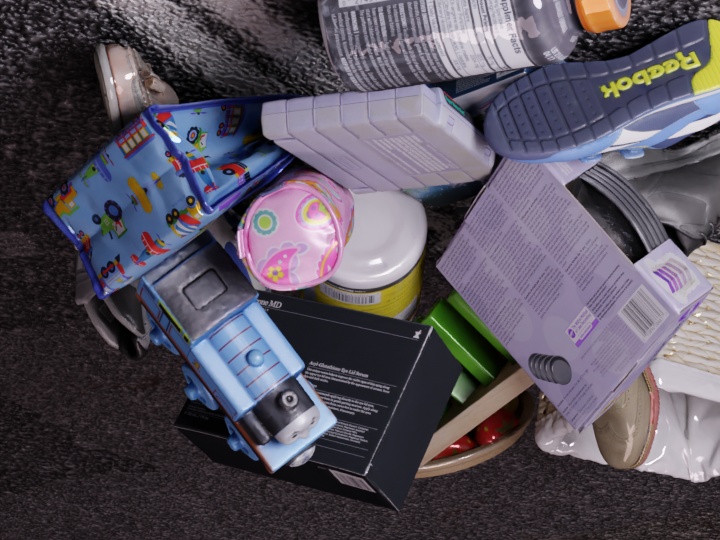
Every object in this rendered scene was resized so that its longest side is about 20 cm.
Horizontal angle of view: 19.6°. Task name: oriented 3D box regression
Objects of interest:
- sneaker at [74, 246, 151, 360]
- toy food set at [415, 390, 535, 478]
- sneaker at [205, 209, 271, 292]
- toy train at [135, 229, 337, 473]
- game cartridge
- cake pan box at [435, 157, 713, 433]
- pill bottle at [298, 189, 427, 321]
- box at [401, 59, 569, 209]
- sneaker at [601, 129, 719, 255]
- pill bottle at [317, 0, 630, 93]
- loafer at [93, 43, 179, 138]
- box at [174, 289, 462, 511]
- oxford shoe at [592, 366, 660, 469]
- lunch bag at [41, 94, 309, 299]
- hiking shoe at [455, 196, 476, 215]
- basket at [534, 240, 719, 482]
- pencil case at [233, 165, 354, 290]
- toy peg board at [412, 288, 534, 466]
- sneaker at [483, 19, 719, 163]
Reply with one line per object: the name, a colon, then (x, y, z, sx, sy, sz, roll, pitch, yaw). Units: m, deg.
sneaker: (-0.180, 0.035, 1.909, 0.199, 0.116, 0.075, 19, 151, -30)
toy food set: (0.076, 0.148, 2.082, 0.199, 0.198, 0.049, -10, 108, 17)
sneaker: (-0.143, 0.000, 1.818, 0.080, 0.116, 0.199, -8, 154, 45)
toy train: (-0.100, 0.067, 1.647, 0.086, 0.200, 0.114, -35, 174, -15)
game cartridge: (0.021, -0.098, 1.558, 0.129, 0.039, 0.200, -10, 166, 18)
cake pan box: (0.161, 0.003, 1.614, 0.052, 0.184, 0.200, -33, 163, -35)
pill bottle: (0.000, 0.000, 1.815, 0.110, 0.112, 0.200, 3, 156, 0)
box: (0.092, -0.114, 1.641, 0.199, 0.038, 0.136, -17, 148, 38)
sneaker: (0.266, -0.059, 1.645, 0.199, 0.091, 0.076, -12, 165, -15)
pill bottle: (0.079, -0.184, 1.408, 0.199, 0.107, 0.106, -7, 154, 20)
loafer: (-0.167, -0.129, 1.625, 0.062, 0.072, 0.200, -13, 162, -5)
box: (-0.035, 0.105, 1.752, 0.199, 0.142, 0.079, 11, 157, 33)
oxford shoe: (0.198, 0.085, 1.732, 0.070, 0.075, 0.201, 14, 124, 43)
lunch bag: (-0.122, -0.077, 1.624, 0.150, 0.094, 0.200, -36, 175, 40)
hiking shoe: (0.187, -0.048, 1.763, 0.199, 0.075, 0.087, 10, -179, -21)
basket: (0.286, 0.080, 1.890, 0.199, 0.162, 0.198, 13, 154, -26)
pencil case: (-0.049, -0.035, 1.613, 0.087, 0.088, 0.200, 2, -172, 3)
toy peg board: (0.111, 0.041, 1.834, 0.098, 0.199, 0.200, 43, 137, -5)
sneaker: (0.189, -0.116, 1.534, 0.199, 0.074, 0.082, -15, 155, 2)
